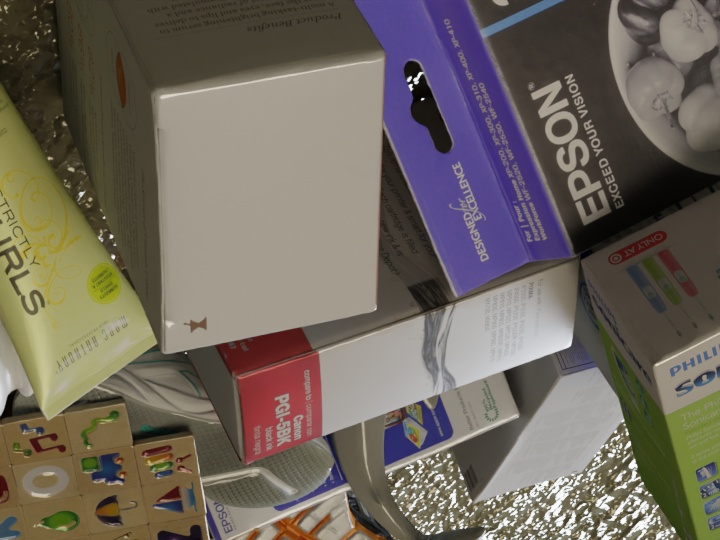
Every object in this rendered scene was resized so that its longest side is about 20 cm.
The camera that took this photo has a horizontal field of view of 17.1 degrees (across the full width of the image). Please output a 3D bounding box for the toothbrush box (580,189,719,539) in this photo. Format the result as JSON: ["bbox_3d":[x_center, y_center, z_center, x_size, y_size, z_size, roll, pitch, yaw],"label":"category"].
[{"bbox_3d":[0.212,0.051,1.253,0.146,0.086,0.200,-27,139,-4],"label":"toothbrush box"}]

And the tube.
[{"bbox_3d":[-0.169,-0.031,1.168,0.058,0.052,0.200,-23,106,15],"label":"tube"}]

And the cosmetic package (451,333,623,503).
[{"bbox_3d":[0.122,0.077,1.481,0.082,0.051,0.200,-12,156,-20],"label":"cosmetic package"}]

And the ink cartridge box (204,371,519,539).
[{"bbox_3d":[-0.015,0.079,1.417,0.200,0.039,0.100,-22,96,-12],"label":"ink cartridge box"}]

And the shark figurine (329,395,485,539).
[{"bbox_3d":[0.014,0.080,1.362,0.128,0.089,0.215,-4,90,-11],"label":"shark figurine"}]

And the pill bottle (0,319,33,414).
[{"bbox_3d":[-0.249,0.040,1.218,0.200,0.114,0.114,-18,137,-16],"label":"pill bottle"}]

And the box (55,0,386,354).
[{"bbox_3d":[-0.071,-0.087,1.126,0.106,0.200,0.152,-11,132,-16],"label":"box"}]

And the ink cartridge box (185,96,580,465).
[{"bbox_3d":[0.000,0.000,1.305,0.200,0.147,0.083,-18,141,-14],"label":"ink cartridge box"}]

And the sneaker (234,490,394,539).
[{"bbox_3d":[-0.037,0.151,1.492,0.078,0.077,0.200,-38,121,-1],"label":"sneaker"}]

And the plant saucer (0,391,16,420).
[{"bbox_3d":[-0.194,0.151,1.401,0.200,0.034,0.200,-24,141,-22],"label":"plant saucer"}]

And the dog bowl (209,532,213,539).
[{"bbox_3d":[-0.119,0.264,1.548,0.200,0.074,0.200,-17,138,-16],"label":"dog bowl"}]

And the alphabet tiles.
[{"bbox_3d":[-0.186,0.139,1.327,0.200,0.006,0.167,-9,134,-4],"label":"alphabet tiles"}]

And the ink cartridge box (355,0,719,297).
[{"bbox_3d":[0.101,-0.114,1.234,0.200,0.043,0.198,-27,101,-16],"label":"ink cartridge box"}]

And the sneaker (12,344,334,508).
[{"bbox_3d":[-0.101,0.072,1.342,0.200,0.080,0.070,22,124,-28],"label":"sneaker"}]

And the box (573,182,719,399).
[{"bbox_3d":[0.201,-0.039,1.363,0.200,0.184,0.105,-22,140,-11],"label":"box"}]
